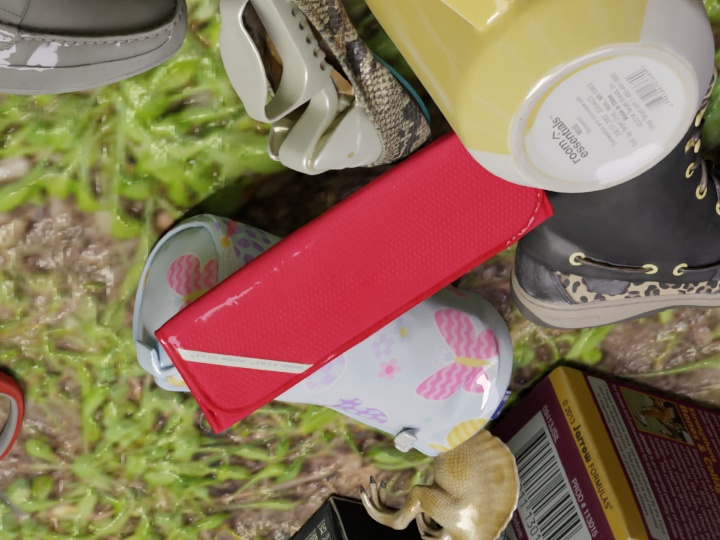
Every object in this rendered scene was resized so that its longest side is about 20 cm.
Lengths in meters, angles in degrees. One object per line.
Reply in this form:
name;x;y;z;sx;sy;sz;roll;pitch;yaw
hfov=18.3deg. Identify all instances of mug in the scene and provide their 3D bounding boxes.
mug;0.064;-0.115;0.966;0.186;0.153;0.150;-1;136;-21

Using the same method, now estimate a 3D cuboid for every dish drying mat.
dish drying mat;0.000;0.000;1.070;0.200;0.018;0.077;-33;127;-6

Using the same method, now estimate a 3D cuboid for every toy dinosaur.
toy dinosaur;0.054;0.130;1.237;0.058;0.200;0.101;-4;179;-41

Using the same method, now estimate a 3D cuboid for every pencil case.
pencil case;-0.018;0.034;1.146;0.200;0.083;0.091;18;109;-35

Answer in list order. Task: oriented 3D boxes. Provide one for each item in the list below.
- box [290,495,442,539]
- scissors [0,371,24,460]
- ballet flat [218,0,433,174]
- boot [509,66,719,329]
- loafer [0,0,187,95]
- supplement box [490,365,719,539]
box;-0.001;0.245;1.380;0.164;0.086;0.200;19;126;-36
scissors;-0.193;0.032;1.128;0.073;0.014;0.200;4;133;-22
ballet flat;-0.028;-0.091;1.011;0.068;0.075;0.200;7;149;30
boot;0.170;-0.052;1.144;0.200;0.073;0.151;-12;139;-2
loafer;-0.166;-0.118;0.931;0.200;0.070;0.070;-1;144;-21
supplement box;0.175;0.153;1.320;0.200;0.131;0.103;18;128;-35
